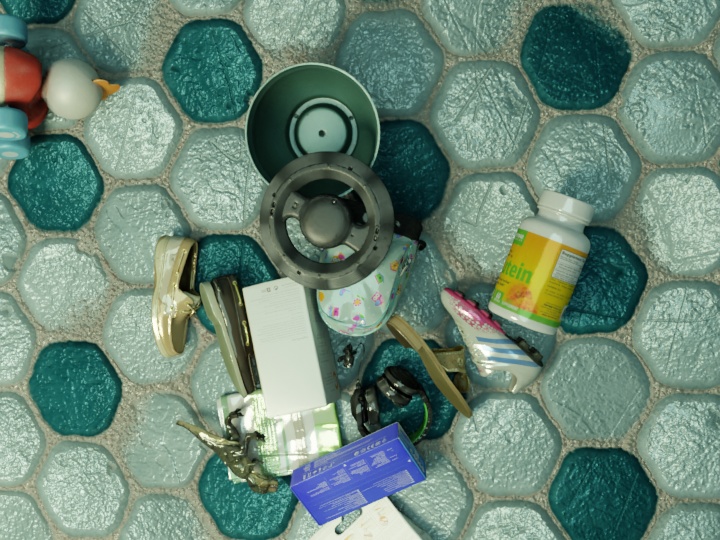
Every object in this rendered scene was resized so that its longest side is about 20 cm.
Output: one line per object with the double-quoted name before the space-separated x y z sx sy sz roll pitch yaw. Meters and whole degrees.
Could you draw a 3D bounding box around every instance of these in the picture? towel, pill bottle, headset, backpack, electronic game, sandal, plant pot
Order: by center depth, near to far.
"electronic game" -0.049 -0.071 1.135 0.199 0.042 0.201 1 94 8
"pill bottle" 0.279 -0.015 1.186 0.111 0.111 0.201 21 95 5
"plant pot" -0.065 -0.211 1.201 0.199 0.134 0.202 1 101 5
"backpack" 0.000 0.000 1.209 0.166 0.127 0.201 16 88 9
"sandal" 0.132 0.135 1.222 0.070 0.078 0.212 -44 106 -12
"headset" 0.033 0.202 1.237 0.123 0.094 0.201 -32 100 7
"towel" -0.132 0.267 1.293 0.199 0.031 0.150 -9 93 7

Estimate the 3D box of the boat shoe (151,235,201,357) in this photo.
"boat shoe" -0.295 0.043 1.278 0.069 0.074 0.201 0 93 13

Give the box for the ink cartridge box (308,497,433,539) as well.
"ink cartridge box" 0.035 0.471 1.288 0.162 0.050 0.200 -45 70 8

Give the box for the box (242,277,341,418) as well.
"box" -0.104 0.117 1.223 0.097 0.124 0.201 -13 84 8

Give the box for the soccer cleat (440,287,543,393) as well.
"soccer cleat" 0.191 0.112 1.224 0.200 0.070 0.086 39 95 3

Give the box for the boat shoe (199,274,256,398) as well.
"boat shoe" -0.201 0.107 1.272 0.060 0.072 0.202 -21 100 -23

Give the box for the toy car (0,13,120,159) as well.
"toy car" -0.493 -0.287 1.265 0.199 0.177 0.186 0 79 -21

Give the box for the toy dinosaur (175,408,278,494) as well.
"toy dinosaur" -0.204 0.280 1.269 0.200 0.047 0.088 38 101 6

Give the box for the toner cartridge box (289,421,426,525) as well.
"toner cartridge box" -0.004 0.326 1.250 0.199 0.043 0.095 -27 113 13
